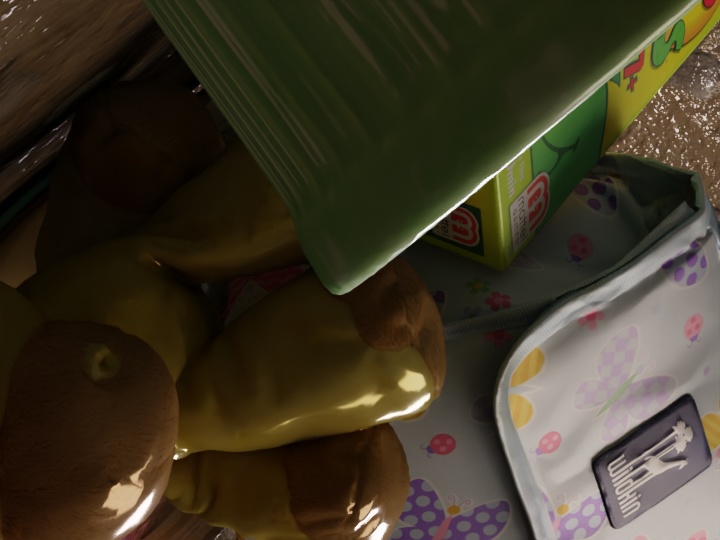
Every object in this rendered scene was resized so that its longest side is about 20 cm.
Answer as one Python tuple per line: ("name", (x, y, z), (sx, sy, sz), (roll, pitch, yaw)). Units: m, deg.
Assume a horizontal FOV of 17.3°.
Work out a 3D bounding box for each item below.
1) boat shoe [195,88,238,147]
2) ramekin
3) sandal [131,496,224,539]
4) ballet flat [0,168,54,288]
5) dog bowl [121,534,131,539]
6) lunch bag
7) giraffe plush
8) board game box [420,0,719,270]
("boat shoe", (-0.087, -0.020, 1.001), (0.200, 0.065, 0.072), (-40, -177, -7))
("ramekin", (0.039, -0.095, 0.534), (0.200, 0.098, 0.200), (-41, -179, 1))
("sandal", (-0.057, 0.046, 1.004), (0.078, 0.070, 0.212), (-33, -169, 41))
("ballet flat", (-0.146, 0.033, 0.880), (0.200, 0.063, 0.069), (-41, 178, -6))
("dog bowl", (-0.177, 0.117, 0.920), (0.200, 0.074, 0.200), (-25, -152, 15))
("lunch bag", (0.050, 0.056, 0.874), (0.200, 0.170, 0.127), (-10, -144, 9))
("giraffe plush", (-0.091, 0.032, 0.733), (0.200, 0.173, 0.162), (-12, -177, 26))
("board game box", (0.080, -0.104, 0.831), (0.200, 0.048, 0.102), (-47, 145, -34))
